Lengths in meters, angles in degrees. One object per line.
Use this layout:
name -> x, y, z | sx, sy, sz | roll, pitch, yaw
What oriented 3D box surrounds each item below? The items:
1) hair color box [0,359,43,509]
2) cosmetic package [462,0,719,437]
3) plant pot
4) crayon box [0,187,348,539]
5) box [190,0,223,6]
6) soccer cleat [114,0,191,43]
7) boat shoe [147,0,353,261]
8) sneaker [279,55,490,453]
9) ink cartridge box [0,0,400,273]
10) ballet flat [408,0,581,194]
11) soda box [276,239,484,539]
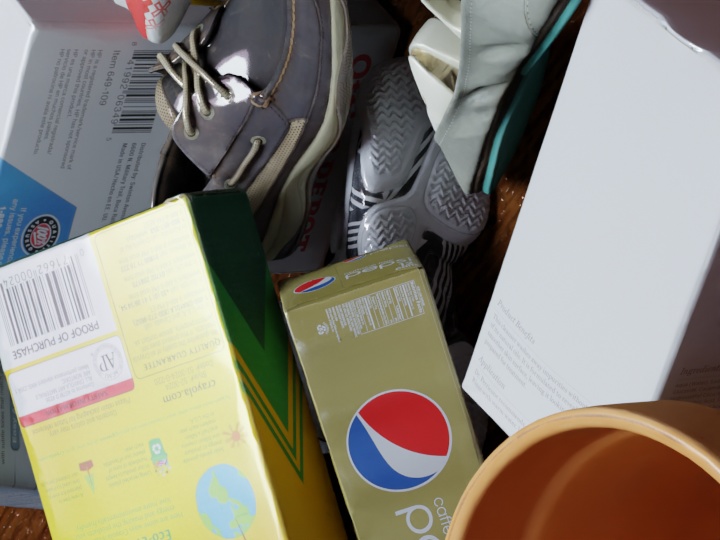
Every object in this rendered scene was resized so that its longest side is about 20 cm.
hair color box -> -0.180, 0.064, 1.292 | 0.060, 0.200, 0.099 | -7, 80, 23
cosmetic package -> 0.124, -0.008, 1.040 | 0.113, 0.081, 0.200 | 48, 129, 41
plant pot -> 0.143, 0.140, 0.964 | 0.200, 0.140, 0.201 | 11, 104, 48
crayon box -> -0.084, 0.077, 1.150 | 0.127, 0.051, 0.200 | -19, 84, 31
box -> -0.074, -0.220, 1.231 | 0.200, 0.041, 0.119 | -112, 31, -55
soccer cleat -> -0.053, -0.180, 1.098 | 0.069, 0.085, 0.200 | -79, 3, -60
boat shoe -> -0.053, -0.072, 1.146 | 0.200, 0.073, 0.075 | 104, 151, -46
sneaker -> 0.000, 0.000, 1.221 | 0.115, 0.075, 0.201 | 6, 101, 52
ink cartridge box -> -0.113, -0.092, 1.266 | 0.146, 0.200, 0.147 | 50, 131, 42
ballet flat -> 0.053, -0.098, 1.096 | 0.067, 0.064, 0.200 | -61, -4, -24
soda box -> 0.023, 0.093, 1.139 | 0.068, 0.064, 0.200 | -115, 8, -78
